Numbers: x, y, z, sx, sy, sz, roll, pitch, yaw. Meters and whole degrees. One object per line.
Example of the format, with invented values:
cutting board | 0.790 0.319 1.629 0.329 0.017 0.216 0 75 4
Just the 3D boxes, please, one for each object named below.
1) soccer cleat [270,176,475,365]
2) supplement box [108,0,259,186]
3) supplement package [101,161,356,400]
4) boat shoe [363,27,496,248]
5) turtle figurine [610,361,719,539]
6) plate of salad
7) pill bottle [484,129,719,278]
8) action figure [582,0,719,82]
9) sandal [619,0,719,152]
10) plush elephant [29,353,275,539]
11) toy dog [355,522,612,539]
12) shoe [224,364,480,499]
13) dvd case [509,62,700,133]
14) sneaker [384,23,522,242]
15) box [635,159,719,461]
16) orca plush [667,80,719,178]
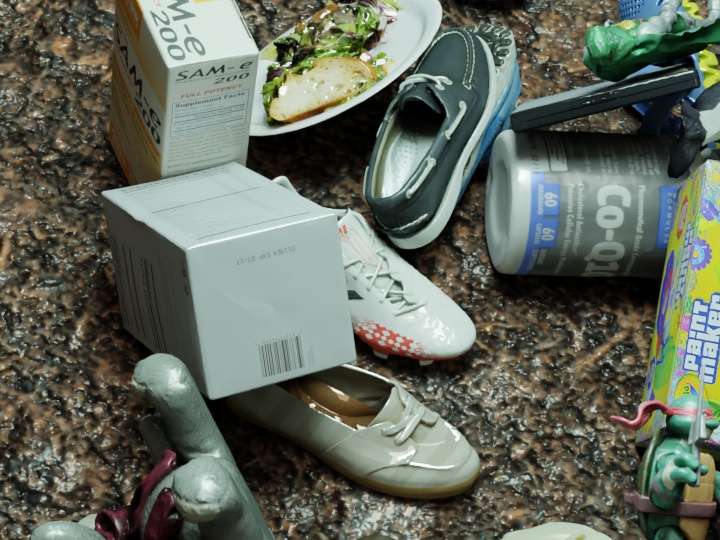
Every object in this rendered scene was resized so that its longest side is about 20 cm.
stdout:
soccer cleat | 0.000 0.000 1.595 0.200 0.085 0.069 32 52 18
supplement box | -0.138 -0.131 1.608 0.073 0.200 0.126 -13 52 -19
supplement package | -0.097 0.002 1.501 0.114 0.110 0.200 -14 18 -20
boat shoe | 0.053 -0.114 1.622 0.076 0.060 0.200 -8 53 29
turtle figurine | 0.229 0.159 1.424 0.150 0.200 0.101 4 2 -41
plate of salad | -0.029 -0.177 1.708 0.200 0.048 0.200 -23 29 14
pill bottle | 0.205 -0.051 1.654 0.200 0.114 0.114 1 49 -8
action figure | 0.220 -0.177 1.606 0.200 0.118 0.055 -18 86 -59
sandal | 0.255 -0.168 1.792 0.087 0.080 0.200 -9 50 -12
plush elephant | -0.141 0.182 1.381 0.155 0.200 0.165 -26 42 -2
toy dog | 0.079 0.223 1.386 0.200 0.140 0.194 -2 38 -12
shoe | -0.007 0.106 1.523 0.200 0.053 0.070 21 50 9
dvd case | 0.191 -0.136 1.652 0.143 0.018 0.200 -14 5 8
sneaker | 0.084 -0.096 1.695 0.078 0.090 0.200 15 66 34
box | 0.316 0.043 1.530 0.192 0.122 0.200 11 82 0
orca plush | 0.297 -0.108 1.638 0.200 0.071 0.105 -28 97 -37
